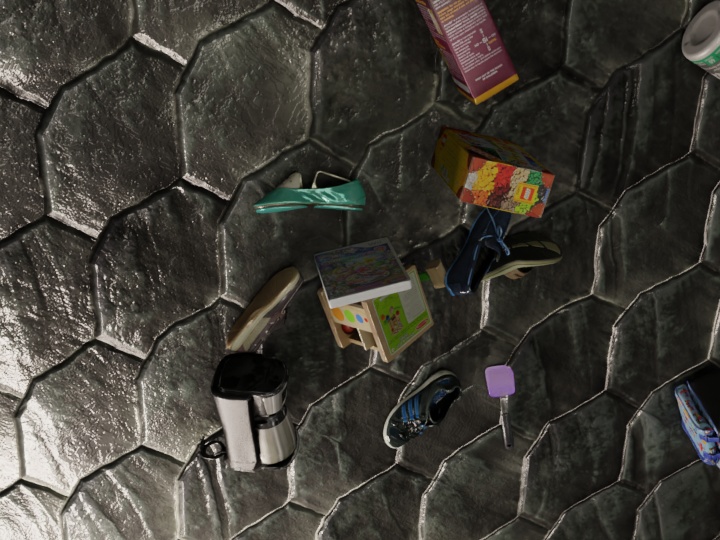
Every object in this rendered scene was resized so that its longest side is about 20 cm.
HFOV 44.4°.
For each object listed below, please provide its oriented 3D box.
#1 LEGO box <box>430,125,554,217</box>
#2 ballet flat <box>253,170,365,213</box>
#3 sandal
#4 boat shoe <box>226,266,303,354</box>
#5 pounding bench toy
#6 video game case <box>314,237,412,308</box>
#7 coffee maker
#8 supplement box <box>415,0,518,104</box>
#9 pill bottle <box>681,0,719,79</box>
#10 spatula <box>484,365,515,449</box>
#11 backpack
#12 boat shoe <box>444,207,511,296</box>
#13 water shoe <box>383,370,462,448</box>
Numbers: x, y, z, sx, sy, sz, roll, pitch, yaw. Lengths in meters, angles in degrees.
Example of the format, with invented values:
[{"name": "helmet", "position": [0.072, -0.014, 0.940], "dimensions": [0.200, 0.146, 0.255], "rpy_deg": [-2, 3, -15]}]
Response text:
[{"name": "LEGO box", "position": [0.220, -0.171, 1.503], "dimensions": [0.147, 0.200, 0.078], "rpy_deg": [10, 111, -15]}, {"name": "ballet flat", "position": [-0.089, -0.138, 1.541], "dimensions": [0.197, 0.067, 0.072], "rpy_deg": [-2, 89, -10]}, {"name": "sandal", "position": [0.279, -0.016, 1.658], "dimensions": [0.198, 0.080, 0.058], "rpy_deg": [-15, 137, 0]}, {"name": "boat shoe", "position": [-0.165, 0.078, 1.608], "dimensions": [0.065, 0.072, 0.200], "rpy_deg": [34, 106, -27]}, {"name": "pounding bench toy", "position": [0.047, 0.046, 1.600], "dimensions": [0.199, 0.155, 0.126], "rpy_deg": [-36, 119, -30]}, {"name": "video game case", "position": [0.000, 0.000, 1.532], "dimensions": [0.141, 0.200, 0.018], "rpy_deg": [-14, 115, -5]}, {"name": "coffee maker", "position": [-0.215, 0.266, 1.619], "dimensions": [0.189, 0.135, 0.202], "rpy_deg": [-14, 127, -10]}, {"name": "supplement box", "position": [0.171, -0.390, 1.451], "dimensions": [0.085, 0.111, 0.201], "rpy_deg": [-30, 115, 2]}, {"name": "pill bottle", "position": [0.676, -0.380, 1.552], "dimensions": [0.198, 0.113, 0.114], "rpy_deg": [24, 106, -19]}, {"name": "spatula", "position": [0.295, 0.283, 1.806], "dimensions": [0.056, 0.021, 0.202], "rpy_deg": [-9, 117, 7]}, {"name": "backpack", "position": [0.752, 0.332, 1.838], "dimensions": [0.133, 0.184, 0.201], "rpy_deg": [-21, 127, 7]}, {"name": "boat shoe", "position": [0.230, -0.033, 1.597], "dimensions": [0.084, 0.068, 0.202], "rpy_deg": [38, 73, -38]}, {"name": "water shoe", "position": [0.119, 0.282, 1.740], "dimensions": [0.071, 0.079, 0.201], "rpy_deg": [35, 102, -22]}]
